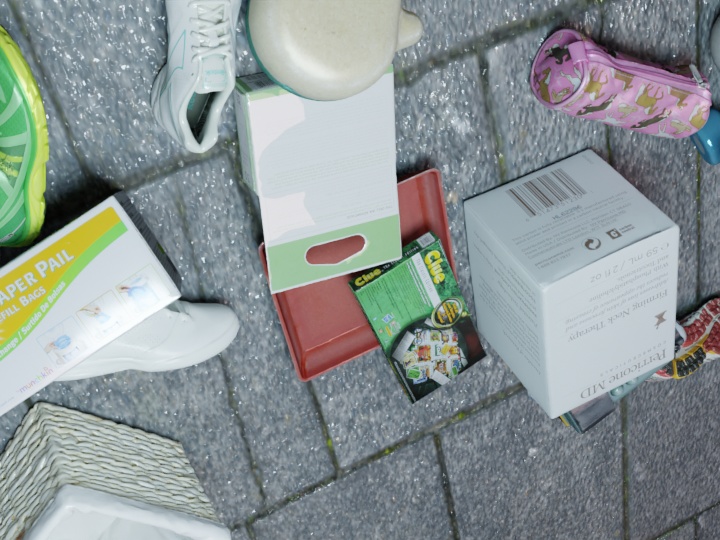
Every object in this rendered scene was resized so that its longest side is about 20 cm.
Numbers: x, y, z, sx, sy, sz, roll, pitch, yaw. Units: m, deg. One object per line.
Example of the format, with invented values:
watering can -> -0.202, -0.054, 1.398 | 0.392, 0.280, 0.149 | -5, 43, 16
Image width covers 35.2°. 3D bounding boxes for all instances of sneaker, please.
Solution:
sneaker -> 0.425, 0.092, 1.479 | 0.200, 0.078, 0.082 | -15, 171, -33
sneaker -> -0.126, -0.190, 0.934 | 0.070, 0.080, 0.201 | -6, 124, -24
sneaker -> -0.296, -0.099, 0.906 | 0.083, 0.074, 0.200 | -11, 128, -28
sneaker -> -0.211, 0.045, 1.073 | 0.200, 0.075, 0.089 | -9, 116, -23

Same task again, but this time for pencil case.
pencil case -> 0.268, -0.188, 1.161 | 0.200, 0.083, 0.087 | 6, 121, -32

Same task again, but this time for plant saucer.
plant saucer -> 0.000, 0.000, 1.179 | 0.200, 0.037, 0.200 | -24, 132, -12

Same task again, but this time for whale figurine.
whale figurine -> -0.018, -0.240, 0.960 | 0.159, 0.104, 0.200 | 28, 84, -20

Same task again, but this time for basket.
basket -> -0.277, 0.266, 1.133 | 0.200, 0.161, 0.198 | 24, 109, -41

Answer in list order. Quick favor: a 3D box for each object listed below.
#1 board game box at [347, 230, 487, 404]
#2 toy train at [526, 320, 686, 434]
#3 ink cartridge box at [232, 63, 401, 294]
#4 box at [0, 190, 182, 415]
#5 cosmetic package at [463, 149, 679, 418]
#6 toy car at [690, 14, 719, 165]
board game box -> 0.065, 0.054, 1.218 | 0.105, 0.023, 0.200 | -30, 134, -4
toy train -> 0.298, 0.109, 1.374 | 0.200, 0.114, 0.085 | -35, 126, -2
ink cartridge box -> -0.036, -0.091, 1.062 | 0.145, 0.048, 0.200 | -15, 121, -20
box -> -0.263, 0.029, 0.974 | 0.200, 0.112, 0.101 | -34, 100, -3
cosmetic package -> 0.228, 0.012, 1.231 | 0.167, 0.166, 0.200 | -24, 133, -13
toy car -> 0.432, -0.213, 1.192 | 0.184, 0.177, 0.200 | -30, 121, 8
